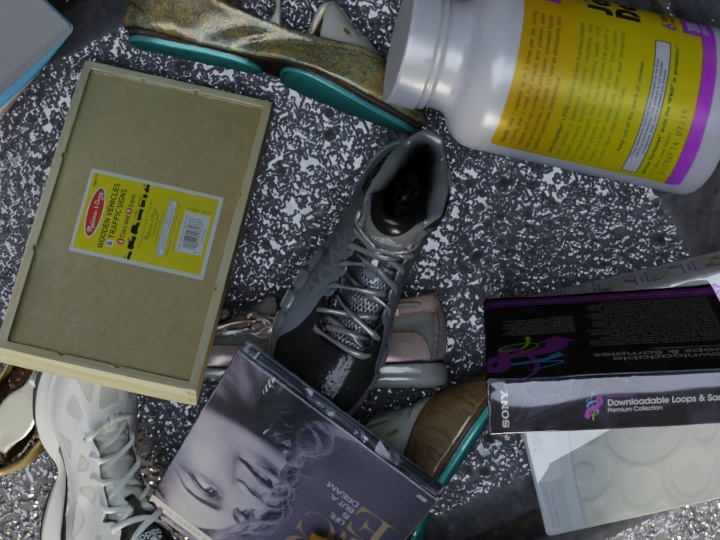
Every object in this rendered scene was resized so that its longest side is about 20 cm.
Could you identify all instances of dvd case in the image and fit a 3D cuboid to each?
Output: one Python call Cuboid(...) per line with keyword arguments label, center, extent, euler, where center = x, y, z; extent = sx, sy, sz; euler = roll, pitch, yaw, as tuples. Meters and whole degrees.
Cuboid(label="dvd case", center=(-0.047, 0.143, 1.214), extent=(0.148, 0.016, 0.200), euler=(36, 140, 2))

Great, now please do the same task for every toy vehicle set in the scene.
Cuboid(label="toy vehicle set", center=(-0.136, -0.026, 1.194), extent=(0.124, 0.027, 0.201), euler=(13, 68, 1))

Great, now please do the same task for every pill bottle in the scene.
Cuboid(label="pill bottle", center=(0.118, -0.115, 1.164), extent=(0.199, 0.104, 0.105), euler=(12, 103, -8))

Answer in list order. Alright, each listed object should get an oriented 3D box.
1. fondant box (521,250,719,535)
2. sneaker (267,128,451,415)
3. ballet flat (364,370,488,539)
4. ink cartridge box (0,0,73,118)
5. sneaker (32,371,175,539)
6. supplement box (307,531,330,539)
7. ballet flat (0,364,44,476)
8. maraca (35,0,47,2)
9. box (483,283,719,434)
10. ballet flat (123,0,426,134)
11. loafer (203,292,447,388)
Cuboid(label="fondant box", center=(0.197, 0.073, 1.236), extent=(0.199, 0.058, 0.145), euler=(-14, 100, 5))
Cuboid(label="sneaker", center=(0.000, 0.000, 1.165), extent=(0.075, 0.116, 0.201), euler=(23, 79, -1))
Cuboid(label="ballet flat", center=(0.025, 0.138, 1.258), extent=(0.072, 0.068, 0.201), euler=(28, 113, 10))
Cuboid(label="ink cartridge box", center=(-0.303, -0.105, 1.148), extent=(0.147, 0.146, 0.200), euler=(43, 128, -6))
Cuboid(label="sneaker", center=(-0.145, 0.132, 1.220), extent=(0.115, 0.075, 0.201), euler=(31, 130, 37))
Cuboid(label="supplement box", center=(0.026, 0.299, 1.213), extent=(0.199, 0.133, 0.198), euler=(19, 136, -1))
Cuboid(label="ballet flat", center=(-0.190, 0.054, 1.251), extent=(0.068, 0.063, 0.201), euler=(32, 102, -2))
Cuboid(label="maraca", center=(-0.138, -0.231, 1.165), extent=(0.199, 0.138, 0.107), euler=(-19, 144, 19))
Cuboid(label="box", center=(0.141, 0.048, 1.104), extent=(0.142, 0.200, 0.036), euler=(-4, 100, 5))
Cuboid(label="ballet flat", center=(-0.047, -0.144, 1.203), extent=(0.199, 0.071, 0.071), euler=(18, 103, -1))
Cuboid(label="loafer", center=(-0.043, 0.044, 1.245), extent=(0.199, 0.072, 0.063), euler=(2, 85, -3))
